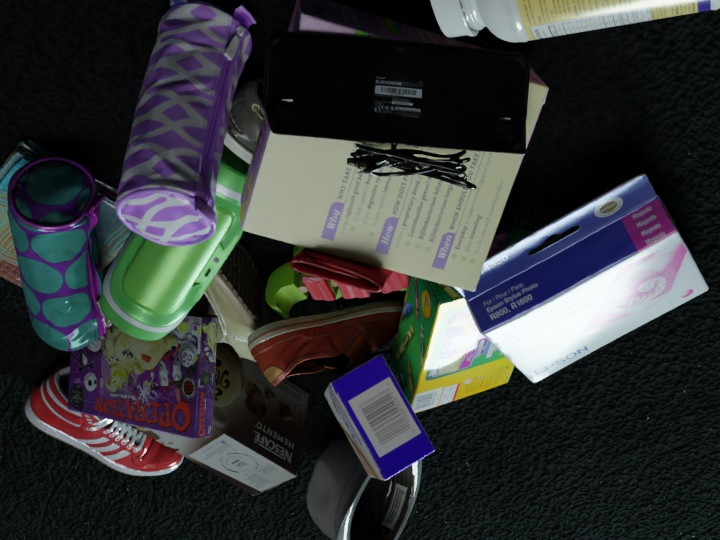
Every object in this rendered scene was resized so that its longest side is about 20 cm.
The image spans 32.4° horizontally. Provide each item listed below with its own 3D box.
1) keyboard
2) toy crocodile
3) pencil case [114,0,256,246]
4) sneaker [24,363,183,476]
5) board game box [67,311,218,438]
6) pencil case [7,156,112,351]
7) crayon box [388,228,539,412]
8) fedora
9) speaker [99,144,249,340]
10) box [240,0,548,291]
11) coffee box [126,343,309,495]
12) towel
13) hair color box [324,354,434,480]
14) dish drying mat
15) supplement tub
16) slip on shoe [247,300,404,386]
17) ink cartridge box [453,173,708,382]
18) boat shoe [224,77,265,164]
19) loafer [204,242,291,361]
[{"bbox_3d":[0.025,-0.117,0.924,0.198,0.105,0.040,5,178,-6],"label":"keyboard"},{"bbox_3d":[0.000,0.000,1.205,0.198,0.062,0.068,-9,139,18],"label":"toy crocodile"},{"bbox_3d":[-0.133,-0.118,0.977,0.085,0.202,0.084,-7,150,27],"label":"pencil case"},{"bbox_3d":[-0.285,0.174,1.453,0.199,0.072,0.112,25,141,-18],"label":"sneaker"},{"bbox_3d":[-0.225,0.096,1.266,0.199,0.121,0.032,5,-173,39],"label":"board game box"},{"bbox_3d":[-0.281,-0.012,1.179,0.092,0.085,0.201,20,143,11],"label":"pencil case"},{"bbox_3d":[0.102,0.053,1.217,0.118,0.059,0.201,-15,147,-19],"label":"crayon box"},{"bbox_3d":[-0.004,0.261,1.477,0.090,0.177,0.201,24,152,26],"label":"fedora"},{"bbox_3d":[-0.161,-0.032,1.132,0.088,0.089,0.200,25,118,-22],"label":"speaker"},{"bbox_3d":[0.021,-0.102,0.992,0.198,0.097,0.177,14,110,-11],"label":"box"},{"bbox_3d":[-0.158,0.150,1.372,0.080,0.114,0.200,-28,129,36],"label":"coffee box"},{"bbox_3d":[-0.313,-0.039,1.236,0.146,0.022,0.200,29,136,-24],"label":"towel"},{"bbox_3d":[0.015,0.154,1.281,0.064,0.110,0.200,-29,174,-6],"label":"hair color box"},{"bbox_3d":[-0.006,-0.014,1.052,0.076,0.200,0.018,16,100,5],"label":"dish drying mat"},{"bbox_3d":[0.146,-0.233,0.831,0.198,0.146,0.146,-6,139,16],"label":"supplement tub"},{"bbox_3d":[-0.017,0.074,1.253,0.199,0.062,0.074,-10,161,-29],"label":"slip on shoe"},{"bbox_3d":[0.204,0.015,1.129,0.195,0.044,0.200,-30,149,14],"label":"ink cartridge box"},{"bbox_3d":[-0.030,-0.098,1.082,0.201,0.072,0.060,31,140,-21],"label":"boat shoe"},{"bbox_3d":[-0.129,0.038,1.259,0.068,0.076,0.200,-14,137,15],"label":"loafer"}]
